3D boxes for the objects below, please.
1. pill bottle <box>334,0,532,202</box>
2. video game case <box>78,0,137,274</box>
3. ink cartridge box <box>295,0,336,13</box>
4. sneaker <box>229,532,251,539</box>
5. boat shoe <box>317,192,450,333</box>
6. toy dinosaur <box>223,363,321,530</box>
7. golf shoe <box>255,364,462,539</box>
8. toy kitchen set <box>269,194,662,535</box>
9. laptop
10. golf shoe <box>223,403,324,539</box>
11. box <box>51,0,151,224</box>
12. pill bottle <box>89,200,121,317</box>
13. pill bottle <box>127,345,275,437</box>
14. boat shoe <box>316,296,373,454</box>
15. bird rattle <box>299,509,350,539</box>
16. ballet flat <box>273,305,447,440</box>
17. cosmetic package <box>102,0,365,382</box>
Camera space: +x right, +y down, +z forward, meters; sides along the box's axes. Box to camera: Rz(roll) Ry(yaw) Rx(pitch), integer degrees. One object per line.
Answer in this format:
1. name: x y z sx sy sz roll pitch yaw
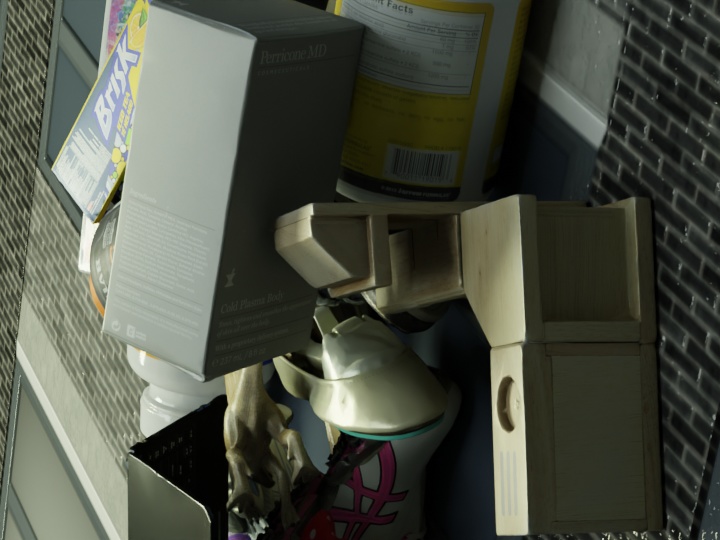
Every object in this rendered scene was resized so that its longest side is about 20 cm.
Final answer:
1. pill bottle: 0.040 -0.141 1.495 0.112 0.111 0.201 -128 43 -57
2. video game case: -0.122 -0.086 1.787 0.182 0.024 0.201 11 96 45
3. ink cartridge box: -0.051 -0.129 1.615 0.200 0.039 0.100 129 156 -72
4. sneaker: -0.091 0.230 1.859 0.201 0.072 0.115 120 150 -66
5. boat shoe: 0.000 0.000 1.626 0.063 0.073 0.200 -52 28 10
6. toy dinosaur: -0.066 0.093 1.577 0.200 0.058 0.101 98 156 -50
7. golf shoe: 0.014 0.139 1.632 0.200 0.092 0.073 -51 8 34
8. toy kitchen set: 0.044 0.054 1.413 0.200 0.162 0.182 165 105 -68
9. laptop: -0.089 0.193 1.597 0.103 0.200 0.178 8 106 23
10. golf shoe: -0.035 0.180 1.743 0.201 0.097 0.078 61 147 1
11. box: -0.126 -0.126 1.725 0.064 0.070 0.200 49 121 32
12. pill bottle: -0.109 -0.012 1.663 0.200 0.106 0.107 151 117 -61
13. pill bottle: -0.112 0.024 1.881 0.112 0.111 0.201 -141 55 -63
14. boat shoe: -0.022 0.055 1.715 0.072 0.065 0.201 132 134 -60
15. bird rattle: -0.001 0.257 1.602 0.162 0.113 0.201 24 118 24
16. ballet flat: -0.009 0.055 1.560 0.200 0.069 0.070 -167 78 -67
17. cosmetic package: -0.072 -0.052 1.463 0.090 0.107 0.201 24 114 31
